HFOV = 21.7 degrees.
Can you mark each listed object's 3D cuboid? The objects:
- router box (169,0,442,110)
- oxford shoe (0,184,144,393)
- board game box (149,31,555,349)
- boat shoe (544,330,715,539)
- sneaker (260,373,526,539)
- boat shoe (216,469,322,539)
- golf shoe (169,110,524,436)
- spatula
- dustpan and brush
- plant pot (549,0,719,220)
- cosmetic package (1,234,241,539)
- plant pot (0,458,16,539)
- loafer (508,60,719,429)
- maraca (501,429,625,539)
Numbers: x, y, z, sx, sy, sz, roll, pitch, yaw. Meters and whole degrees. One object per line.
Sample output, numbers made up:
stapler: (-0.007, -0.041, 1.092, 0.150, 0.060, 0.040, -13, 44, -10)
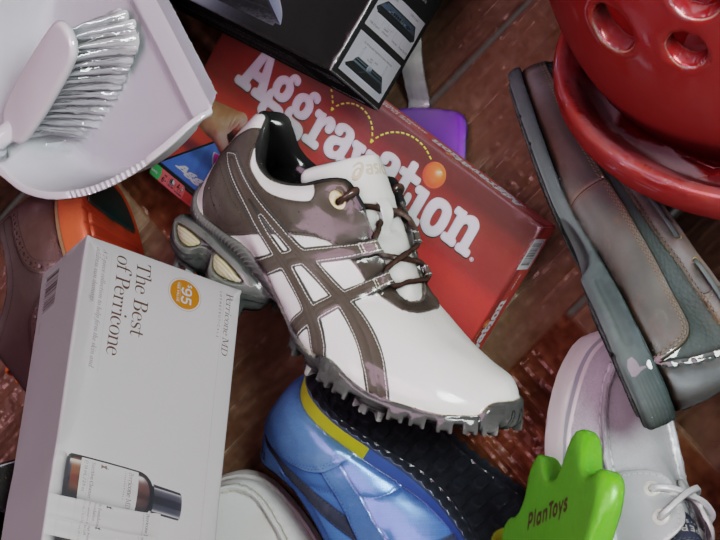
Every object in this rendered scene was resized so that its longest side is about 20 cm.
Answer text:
router box: (-0.034, -0.189, 0.906, 0.199, 0.052, 0.158, 30, 89, 33)
oxford shoe: (-0.142, 0.054, 0.952, 0.072, 0.071, 0.202, -18, 69, 22)
board game box: (-0.009, -0.035, 0.918, 0.199, 0.019, 0.104, 38, 107, 23)
boat shoe: (0.126, 0.123, 0.822, 0.068, 0.071, 0.202, -20, 63, 55)
sneaker: (0.033, 0.128, 0.887, 0.200, 0.066, 0.079, 42, 125, 13)
boat shoe: (-0.041, 0.193, 0.898, 0.070, 0.069, 0.202, -23, 77, 19)
golf shoe: (0.000, 0.000, 0.860, 0.199, 0.078, 0.095, 33, 108, 23)
spatula: (0.026, -0.118, 0.920, 0.056, 0.021, 0.203, 2, 94, 23)
dustpan and brush: (-0.164, -0.075, 0.928, 0.200, 0.057, 0.140, -46, 65, 42)
plant pot: (0.164, -0.138, 0.768, 0.198, 0.184, 0.202, -3, 46, 3)
cosmetic package: (-0.103, 0.092, 0.802, 0.051, 0.082, 0.202, -33, 45, 47)
plant pot: (-0.182, 0.186, 0.851, 0.177, 0.199, 0.201, -39, 72, 43)
loafer: (0.121, -0.021, 0.839, 0.062, 0.072, 0.201, -22, 52, 7)
maraca: (0.073, 0.166, 0.760, 0.106, 0.137, 0.202, 15, 68, -16)
